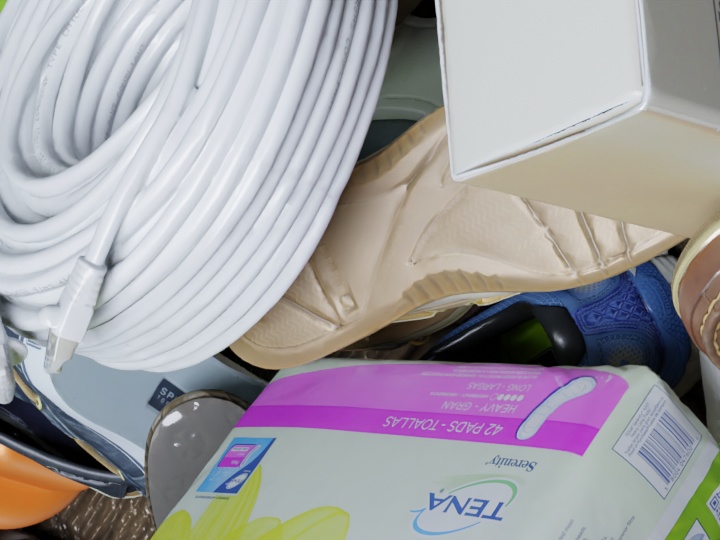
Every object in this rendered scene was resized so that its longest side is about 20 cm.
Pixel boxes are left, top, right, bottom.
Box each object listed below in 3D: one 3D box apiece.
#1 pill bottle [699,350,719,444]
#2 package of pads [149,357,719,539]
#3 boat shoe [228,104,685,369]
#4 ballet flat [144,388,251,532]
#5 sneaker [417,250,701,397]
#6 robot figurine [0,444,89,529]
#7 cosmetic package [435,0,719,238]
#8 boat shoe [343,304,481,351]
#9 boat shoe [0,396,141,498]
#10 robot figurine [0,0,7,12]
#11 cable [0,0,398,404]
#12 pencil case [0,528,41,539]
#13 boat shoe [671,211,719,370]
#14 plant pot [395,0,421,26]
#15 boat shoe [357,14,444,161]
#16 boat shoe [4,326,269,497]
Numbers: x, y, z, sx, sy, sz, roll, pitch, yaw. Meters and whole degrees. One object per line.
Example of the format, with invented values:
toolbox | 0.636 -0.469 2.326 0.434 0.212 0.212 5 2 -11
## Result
pill bottle | 0.164 0.117 0.610 0.109 0.109 0.202 -7 91 47
package of pads | 0.003 0.102 0.607 0.068 0.155 0.199 50 152 -24
boat shoe | 0.041 -0.025 0.663 0.199 0.069 0.074 -17 97 25
ballet flat | -0.033 0.125 0.817 0.201 0.067 0.046 61 -174 -29
sneaker | 0.040 0.056 0.748 0.200 0.089 0.079 -47 63 43
robot figurine | -0.207 0.070 0.997 0.199 0.116 0.145 2 113 48
cosmetic package | 0.115 -0.064 0.553 0.071 0.199 0.106 -21 65 46
boat shoe | 0.000 0.000 0.796 0.199 0.071 0.073 -12 78 54
boat shoe | -0.165 0.037 0.875 0.075 0.199 0.062 -57 10 -9
robot figurine | -0.165 -0.091 0.925 0.201 0.115 0.176 59 139 21
cable | -0.064 -0.066 0.666 0.200 0.069 0.200 -52 34 15
pencil case | -0.161 0.183 0.988 0.199 0.089 0.079 15 108 46
boat shoe | 0.178 0.032 0.517 0.068 0.198 0.072 -90 22 -51
plant pot | -0.007 -0.182 0.756 0.200 0.092 0.203 9 103 45
boat shoe | 0.048 -0.056 0.758 0.199 0.073 0.062 13 150 38
boat shoe | -0.087 0.057 0.836 0.091 0.200 0.071 21 70 47
